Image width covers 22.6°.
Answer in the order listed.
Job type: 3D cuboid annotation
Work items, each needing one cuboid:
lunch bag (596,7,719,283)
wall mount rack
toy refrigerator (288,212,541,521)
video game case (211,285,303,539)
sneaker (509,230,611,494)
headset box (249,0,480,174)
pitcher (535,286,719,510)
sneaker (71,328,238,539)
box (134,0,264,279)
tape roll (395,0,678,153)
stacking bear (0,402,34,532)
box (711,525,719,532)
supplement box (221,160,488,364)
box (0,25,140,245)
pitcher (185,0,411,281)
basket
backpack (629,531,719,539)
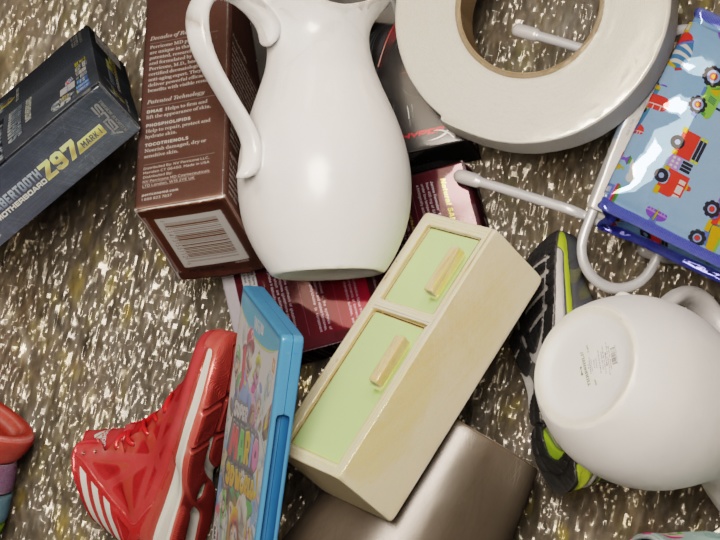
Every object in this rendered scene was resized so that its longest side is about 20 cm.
[{"bbox_3d":[0.280,-0.058,1.201,0.200,0.094,0.151,26,87,10],"label":"lunch bag"},{"bbox_3d":[0.174,-0.090,1.294,0.174,0.075,0.200,22,86,-13],"label":"wall mount rack"},{"bbox_3d":[0.032,0.062,1.231,0.076,0.070,0.200,18,69,50],"label":"toy refrigerator"},{"bbox_3d":[-0.073,0.123,1.235,0.018,0.143,0.200,5,101,-15],"label":"video game case"},{"bbox_3d":[0.161,0.066,1.304,0.081,0.074,0.200,6,65,-26],"label":"sneaker"},{"bbox_3d":[-0.002,-0.170,1.369,0.149,0.075,0.200,-11,79,11],"label":"headset box"},{"bbox_3d":[0.204,0.069,1.209,0.121,0.200,0.172,-33,52,31],"label":"pitcher"},{"bbox_3d":[-0.159,0.121,1.337,0.115,0.078,0.200,23,108,19],"label":"sneaker"},{"bbox_3d":[-0.116,-0.105,1.338,0.075,0.100,0.200,-8,56,13],"label":"box"},{"bbox_3d":[0.123,-0.183,1.275,0.203,0.037,0.203,-3,79,17],"label":"tape roll"},{"bbox_3d":[-0.334,0.197,1.376,0.114,0.121,0.200,25,97,22],"label":"stacking bear"},{"bbox_3d":[0.258,0.245,1.266,0.200,0.035,0.110,-39,76,4],"label":"box"},{"bbox_3d":[0.000,0.000,1.350,0.200,0.061,0.109,-15,78,11],"label":"supplement box"},{"bbox_3d":[-0.245,-0.099,1.357,0.158,0.200,0.051,-40,111,5],"label":"box"},{"bbox_3d":[-0.046,-0.097,1.247,0.121,0.172,0.200,-10,81,51],"label":"pitcher"},{"bbox_3d":[0.028,0.199,1.279,0.180,0.136,0.200,29,85,4],"label":"basket"},{"bbox_3d":[0.228,0.266,1.164,0.150,0.178,0.200,-5,75,-11],"label":"backpack"}]
